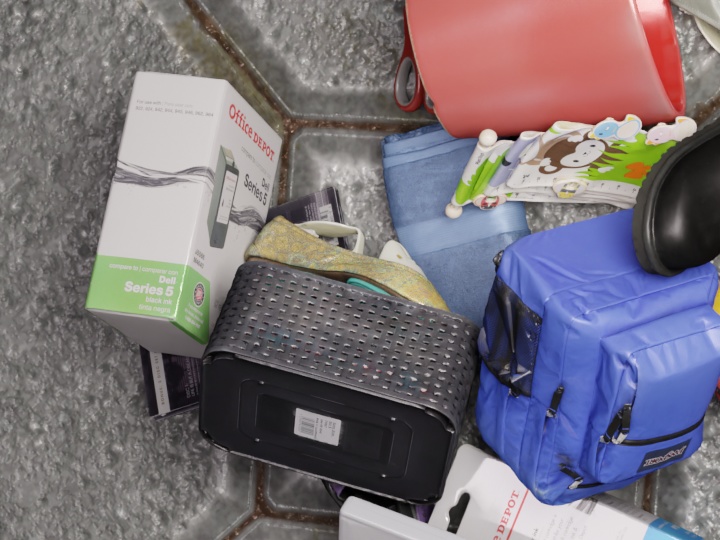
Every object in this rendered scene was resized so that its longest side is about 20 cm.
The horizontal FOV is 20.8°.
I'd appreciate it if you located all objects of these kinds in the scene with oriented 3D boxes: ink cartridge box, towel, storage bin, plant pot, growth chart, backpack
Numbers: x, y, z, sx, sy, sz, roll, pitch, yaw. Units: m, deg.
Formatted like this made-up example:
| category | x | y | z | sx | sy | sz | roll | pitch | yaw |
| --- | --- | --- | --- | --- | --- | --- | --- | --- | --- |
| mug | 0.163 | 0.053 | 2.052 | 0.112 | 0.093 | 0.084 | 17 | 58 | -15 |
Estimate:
| category | x | y | z | sx | sy | sz | roll | pitch | yaw |
| --- | --- | --- | --- | --- | --- | --- | --- | --- | --- |
| ink cartridge box | -0.140 | -0.042 | 1.586 | 0.084 | 0.146 | 0.201 | 7 | 77 | 18 |
| towel | 0.085 | -0.023 | 1.588 | 0.111 | 0.049 | 0.201 | -12 | 84 | 17 |
| storage bin | -0.017 | 0.088 | 1.511 | 0.199 | 0.136 | 0.094 | 15 | 52 | 5 |
| ink cartridge box | 0.156 | 0.223 | 1.548 | 0.199 | 0.067 | 0.116 | 24 | 97 | 16 |
| plant pot | 0.139 | -0.190 | 1.495 | 0.176 | 0.200 | 0.202 | -12 | 85 | 17 |
| growth chart | 0.171 | -0.078 | 1.497 | 0.199 | 0.145 | 0.018 | 0 | 64 | -6 |
| backpack | 0.174 | 0.083 | 1.459 | 0.168 | 0.162 | 0.201 | 55 | 145 | 41 |

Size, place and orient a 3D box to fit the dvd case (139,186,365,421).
| category | x | y | z | sx | sy | sz | roll | pitch | yaw |
| --- | --- | --- | --- | --- | --- | --- | --- | --- | --- |
| dvd case | -0.097 | 0.028 | 1.641 | 0.199 | 0.016 | 0.150 | -18 | 67 | 16 |

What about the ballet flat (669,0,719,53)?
| category | x | y | z | sx | sy | sz | roll | pitch | yaw |
| --- | --- | --- | --- | --- | --- | --- | --- | --- | --- |
| ballet flat | 0.321 | -0.173 | 1.518 | 0.200 | 0.067 | 0.064 | 43 | 128 | 15 |

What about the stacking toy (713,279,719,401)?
| category | x | y | z | sx | sy | sz | roll | pitch | yaw |
| --- | --- | --- | --- | --- | --- | --- | --- | --- | --- |
| stacking toy | 0.296 | 0.054 | 1.497 | 0.200 | 0.146 | 0.147 | 35 | 99 | 35 |

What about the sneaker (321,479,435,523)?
| category | x | y | z | sx | sy | sz | roll | pitch | yaw |
| --- | --- | --- | --- | --- | --- | --- | --- | --- | --- |
| sneaker | -0.006 | 0.147 | 1.590 | 0.076 | 0.088 | 0.200 | -41 | 77 | 13 |

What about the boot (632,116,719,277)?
| category | x | y | z | sx | sy | sz | roll | pitch | yaw |
| --- | --- | --- | --- | --- | --- | --- | --- | --- | --- |
| boot | 0.302 | -0.067 | 1.377 | 0.157 | 0.211 | 0.080 | 7 | 131 | 50 |

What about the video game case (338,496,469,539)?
| category | x | y | z | sx | sy | sz | roll | pitch | yaw |
| --- | --- | --- | --- | --- | --- | --- | --- | --- | --- |
| video game case | 0.074 | 0.276 | 1.538 | 0.199 | 0.024 | 0.183 | 19 | 135 | 18 |

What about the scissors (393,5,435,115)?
| category | x | y | z | sx | sy | sz | roll | pitch | yaw |
| --- | --- | --- | --- | --- | --- | --- | --- | --- | --- |
| scissors | 0.048 | -0.224 | 1.607 | 0.073 | 0.014 | 0.201 | -10 | 81 | 57 |

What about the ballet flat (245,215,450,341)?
| category | x | y | z | sx | sy | sz | roll | pitch | yaw |
| --- | --- | --- | --- | --- | --- | --- | --- | --- | --- |
| ballet flat | 0.000 | 0.000 | 1.568 | 0.199 | 0.071 | 0.071 | 18 | 94 | 27 |
